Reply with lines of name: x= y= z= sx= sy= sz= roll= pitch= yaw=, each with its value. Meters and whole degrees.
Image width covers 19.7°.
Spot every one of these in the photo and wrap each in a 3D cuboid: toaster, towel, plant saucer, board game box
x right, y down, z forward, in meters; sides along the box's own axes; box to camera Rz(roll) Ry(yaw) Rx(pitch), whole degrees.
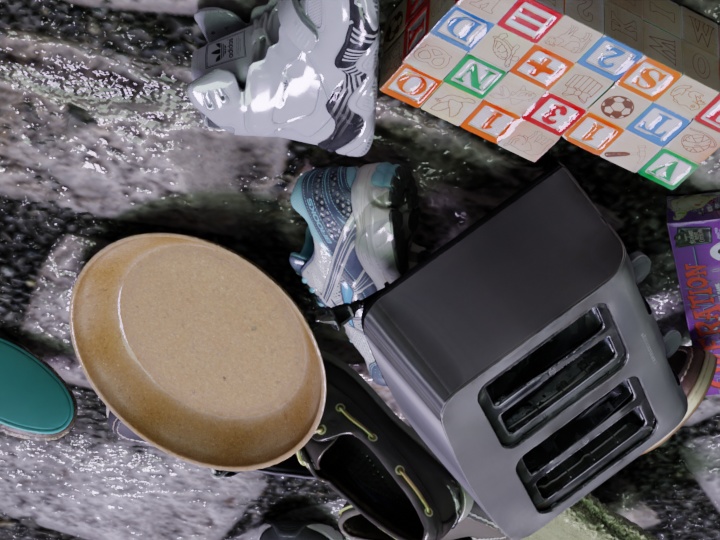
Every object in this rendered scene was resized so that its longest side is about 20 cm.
toaster: x=0.105 y=0.058 z=1.363 sx=0.199 sy=0.119 sz=0.181 roll=-35 pitch=136 yaw=-5
towel: x=0.142 y=0.183 z=1.594 sx=0.199 sy=0.037 sz=0.148 roll=35 pitch=164 yaw=-24
plant saucer: x=-0.110 y=0.051 z=1.465 sx=0.198 sy=0.036 sz=0.202 roll=13 pitch=127 yaw=17
board game box: x=0.282 y=0.016 z=1.426 sx=0.119 sy=0.033 sz=0.201 roll=-3 pitch=142 yaw=17

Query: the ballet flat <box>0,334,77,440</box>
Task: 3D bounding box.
ballet flat: x=-0.307 y=0.070 z=1.544 sx=0.199 sy=0.068 sz=0.075 roll=27 pitch=159 yaw=-17

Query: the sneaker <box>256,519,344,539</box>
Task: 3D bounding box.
sneaker: x=-0.047 y=0.284 z=1.755 sx=0.074 sy=0.085 sz=0.201 roll=-2 pitch=141 yaw=7

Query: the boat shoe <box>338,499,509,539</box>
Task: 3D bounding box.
boat shoe: x=0.054 y=0.186 z=1.572 sx=0.072 sy=0.061 sz=0.201 roll=40 pitch=159 yaw=-28

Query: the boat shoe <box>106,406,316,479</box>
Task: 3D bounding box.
boat shoe: x=-0.099 y=0.125 z=1.577 sx=0.198 sy=0.063 sz=0.073 roll=3 pitch=142 yaw=3

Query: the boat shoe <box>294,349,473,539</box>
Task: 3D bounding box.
boat shoe: x=-0.011 y=0.123 z=1.496 sx=0.201 sy=0.060 sz=0.072 roll=35 pitch=125 yaw=15

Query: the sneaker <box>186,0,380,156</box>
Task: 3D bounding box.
sneaker: x=-0.045 y=-0.141 z=1.223 sx=0.114 sy=0.076 sz=0.201 roll=2 pitch=145 yaw=0

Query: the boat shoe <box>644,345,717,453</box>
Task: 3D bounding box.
boat shoe: x=0.172 y=0.090 z=1.493 sx=0.072 sy=0.073 sz=0.200 roll=37 pitch=149 yaw=-18

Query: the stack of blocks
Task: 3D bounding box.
stack of blocks: x=0.125 y=-0.122 z=1.241 sx=0.199 sy=0.059 sz=0.115 roll=23 pitch=139 yaw=-21

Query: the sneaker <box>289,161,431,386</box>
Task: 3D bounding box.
sneaker: x=0.000 y=0.000 z=1.415 sx=0.085 sy=0.078 sz=0.201 roll=8 pitch=136 yaw=16
